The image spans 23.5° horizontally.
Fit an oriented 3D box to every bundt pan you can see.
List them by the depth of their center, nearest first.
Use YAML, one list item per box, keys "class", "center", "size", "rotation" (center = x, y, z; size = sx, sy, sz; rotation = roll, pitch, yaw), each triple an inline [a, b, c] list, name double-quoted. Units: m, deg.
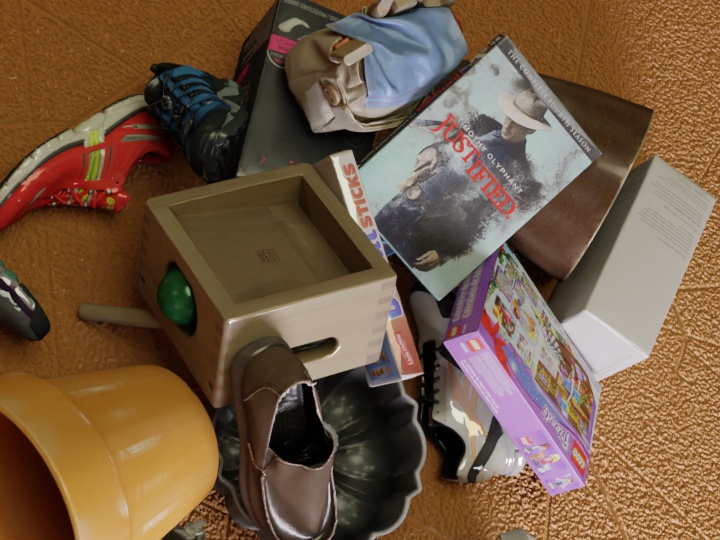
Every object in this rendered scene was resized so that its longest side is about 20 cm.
- class: "bundt pan"
  center: [-0.047, 0.156, 1.510]
  size: [0.202, 0.076, 0.202]
  rotation: [8, 67, -21]

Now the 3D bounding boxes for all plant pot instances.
- class: "plant pot"
  center: [-0.220, 0.161, 1.376]
  size: [0.183, 0.200, 0.200]
  rotation: [-24, 82, -45]
- class: "plant pot"
  center: [0.149, -0.116, 1.660]
  size: [0.200, 0.187, 0.187]
  rotation: [27, 61, 1]

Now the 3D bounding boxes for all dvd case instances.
- class: "dvd case"
  center: [0.097, -0.091, 1.538]
  size: [0.200, 0.022, 0.146]
  rotation: [-42, 108, -2]

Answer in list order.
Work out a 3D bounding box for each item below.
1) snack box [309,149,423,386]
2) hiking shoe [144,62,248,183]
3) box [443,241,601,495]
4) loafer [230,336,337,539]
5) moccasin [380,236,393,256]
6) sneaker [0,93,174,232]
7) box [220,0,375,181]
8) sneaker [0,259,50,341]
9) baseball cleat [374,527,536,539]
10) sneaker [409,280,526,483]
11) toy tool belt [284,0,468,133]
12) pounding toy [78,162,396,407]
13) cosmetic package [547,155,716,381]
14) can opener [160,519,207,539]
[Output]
- class: "snack box"
  center: [0.000, 0.000, 1.486]
  size: [0.024, 0.072, 0.200]
  rotation: [-17, 89, -26]
- class: "hiking shoe"
  center: [-0.150, -0.130, 1.495]
  size: [0.087, 0.200, 0.074]
  rotation: [22, 102, -12]
- class: "box"
  center: [0.151, 0.088, 1.579]
  size: [0.200, 0.039, 0.137]
  rotation: [55, 32, -26]
- class: "loafer"
  center: [-0.057, 0.152, 1.375]
  size: [0.073, 0.071, 0.200]
  rotation: [-26, 123, -21]
- class: "moccasin"
  center: [0.039, -0.054, 1.581]
  size: [0.068, 0.080, 0.200]
  rotation: [33, 100, 5]
- class: "sneaker"
  center: [-0.242, -0.082, 1.513]
  size: [0.200, 0.077, 0.085]
  rotation: [-36, 94, -30]
- class: "box"
  center: [-0.057, -0.134, 1.597]
  size: [0.122, 0.106, 0.200]
  rotation: [19, 65, -17]
- class: "sneaker"
  center: [-0.353, 0.008, 1.439]
  size: [0.200, 0.074, 0.088]
  rotation: [40, 73, 5]
- class: "baseball cleat"
  center: [0.092, 0.258, 1.522]
  size: [0.200, 0.106, 0.070]
  rotation: [24, 19, -23]
- class: "sneaker"
  center: [0.085, 0.102, 1.594]
  size: [0.080, 0.074, 0.200]
  rotation: [-16, 78, -27]
- class: "toy tool belt"
  center: [0.037, -0.198, 1.533]
  size: [0.200, 0.123, 0.125]
  rotation: [-28, 88, -33]
- class: "pounding toy"
  center: [-0.109, 0.020, 1.451]
  size: [0.200, 0.142, 0.184]
  rotation: [-15, 47, -26]
- class: "cosmetic package"
  center: [0.257, -0.001, 1.692]
  size: [0.085, 0.108, 0.200]
  rotation: [34, 62, -12]
- class: "can opener"
  center: [-0.095, 0.260, 1.421]
  size: [0.200, 0.053, 0.067]
  rotation: [20, 95, 24]
